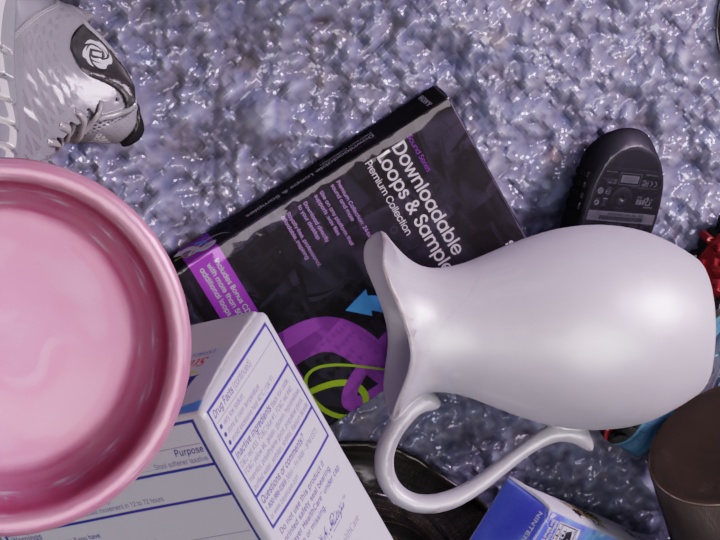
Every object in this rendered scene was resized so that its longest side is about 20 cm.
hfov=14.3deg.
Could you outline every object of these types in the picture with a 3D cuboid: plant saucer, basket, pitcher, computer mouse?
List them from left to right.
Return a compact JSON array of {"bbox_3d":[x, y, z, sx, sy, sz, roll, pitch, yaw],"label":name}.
[{"bbox_3d":[-0.191,0.039,1.526,0.199,0.051,0.202,-1,96,-8],"label":"plant saucer"},{"bbox_3d":[0.104,0.059,1.710,0.199,0.121,0.172,-1,104,-10],"label":"pitcher"},{"bbox_3d":[0.139,0.002,1.788,0.058,0.034,0.201,7,111,-31],"label":"computer mouse"},{"bbox_3d":[0.260,0.177,1.777,0.136,0.180,0.200,-26,123,-2],"label":"basket"}]

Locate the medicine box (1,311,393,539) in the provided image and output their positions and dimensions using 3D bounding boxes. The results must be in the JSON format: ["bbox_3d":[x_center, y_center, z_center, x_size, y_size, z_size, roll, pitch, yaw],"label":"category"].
[{"bbox_3d":[-0.102,0.145,1.675,0.182,0.103,0.201,-13,117,32],"label":"medicine box"}]

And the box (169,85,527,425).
[{"bbox_3d":[0.000,0.000,1.741,0.200,0.036,0.143,-34,114,-5],"label":"box"}]

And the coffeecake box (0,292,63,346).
[{"bbox_3d":[-0.239,0.072,1.631,0.200,0.154,0.073,-35,111,-3],"label":"coffeecake box"}]

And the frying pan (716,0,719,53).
[{"bbox_3d":[0.310,-0.141,1.789,0.189,0.031,0.115,22,102,-18],"label":"frying pan"}]

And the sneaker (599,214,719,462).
[{"bbox_3d":[0.237,0.040,1.810,0.095,0.079,0.200,31,106,-32],"label":"sneaker"}]

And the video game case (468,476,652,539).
[{"bbox_3d":[0.100,0.242,1.793,0.181,0.045,0.200,26,97,-53],"label":"video game case"}]

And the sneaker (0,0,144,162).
[{"bbox_3d":[-0.174,-0.068,1.615,0.115,0.075,0.201,13,69,-30],"label":"sneaker"}]

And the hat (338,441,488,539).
[{"bbox_3d":[0.007,0.210,1.786,0.200,0.081,0.202,-5,109,-13],"label":"hat"}]
